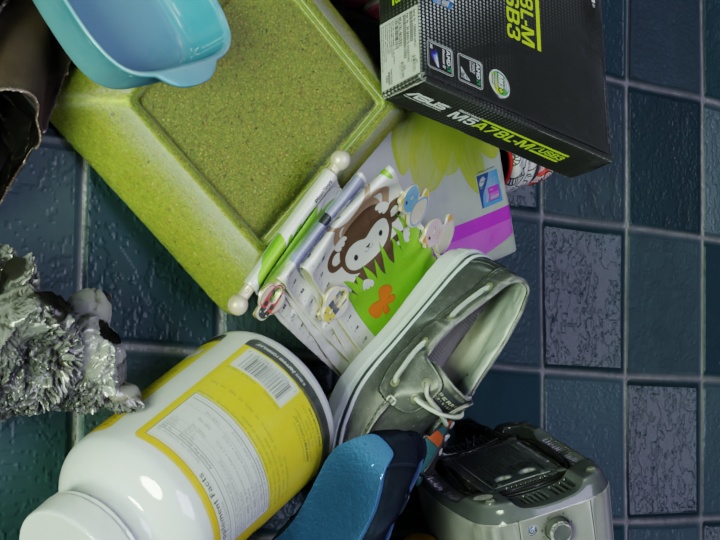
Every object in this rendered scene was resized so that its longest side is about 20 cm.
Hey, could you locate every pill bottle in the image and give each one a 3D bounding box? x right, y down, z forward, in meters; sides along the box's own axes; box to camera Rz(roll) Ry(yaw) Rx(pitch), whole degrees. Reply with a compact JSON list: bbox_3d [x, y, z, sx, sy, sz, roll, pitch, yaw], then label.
[{"bbox_3d":[-0.113,0.129,1.277,0.200,0.112,0.113,-39,116,-43],"label":"pill bottle"}]

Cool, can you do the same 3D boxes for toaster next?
[{"bbox_3d":[0.111,0.194,1.508,0.113,0.200,0.130,-15,105,-17],"label":"toaster"}]

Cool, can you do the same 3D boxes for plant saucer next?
[{"bbox_3d":[-0.072,-0.108,1.328,0.200,0.048,0.200,-51,117,-19],"label":"plant saucer"}]

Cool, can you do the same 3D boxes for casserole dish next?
[{"bbox_3d":[-0.158,-0.184,1.236,0.121,0.039,0.201,-22,78,-51],"label":"casserole dish"}]

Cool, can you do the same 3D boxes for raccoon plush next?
[{"bbox_3d":[-0.220,0.077,1.204,0.200,0.097,0.134,-41,137,-10],"label":"raccoon plush"}]

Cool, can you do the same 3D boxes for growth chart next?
[{"bbox_3d":[0.000,0.000,1.381,0.145,0.018,0.200,-58,143,-5],"label":"growth chart"}]

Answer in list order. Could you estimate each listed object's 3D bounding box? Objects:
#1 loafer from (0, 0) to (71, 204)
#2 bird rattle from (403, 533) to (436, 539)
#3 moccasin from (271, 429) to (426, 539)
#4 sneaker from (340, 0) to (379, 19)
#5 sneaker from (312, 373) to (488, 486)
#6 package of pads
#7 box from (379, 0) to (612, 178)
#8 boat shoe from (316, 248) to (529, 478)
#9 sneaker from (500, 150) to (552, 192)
[{"bbox_3d":[-0.204,-0.096,1.212,0.073,0.071,0.201,42,55,-40],"label":"loafer"},{"bbox_3d":[0.035,0.275,1.461,0.163,0.112,0.201,-50,128,-59],"label":"bird rattle"},{"bbox_3d":[-0.010,0.182,1.348,0.068,0.200,0.081,-16,60,-46],"label":"moccasin"},{"bbox_3d":[0.073,-0.212,1.521,0.199,0.074,0.088,21,65,-21],"label":"sneaker"},{"bbox_3d":[0.033,0.105,1.490,0.200,0.071,0.080,-32,113,-37],"label":"sneaker"},{"bbox_3d":[0.024,-0.065,1.485,0.200,0.068,0.155,-22,105,-48],"label":"package of pads"},{"bbox_3d":[0.092,-0.184,1.432,0.192,0.047,0.201,18,61,-38],"label":"box"},{"bbox_3d":[0.042,0.072,1.393,0.072,0.071,0.201,40,75,-39],"label":"boat shoe"},{"bbox_3d":[0.107,-0.159,1.591,0.108,0.067,0.203,-28,112,-50],"label":"sneaker"}]
